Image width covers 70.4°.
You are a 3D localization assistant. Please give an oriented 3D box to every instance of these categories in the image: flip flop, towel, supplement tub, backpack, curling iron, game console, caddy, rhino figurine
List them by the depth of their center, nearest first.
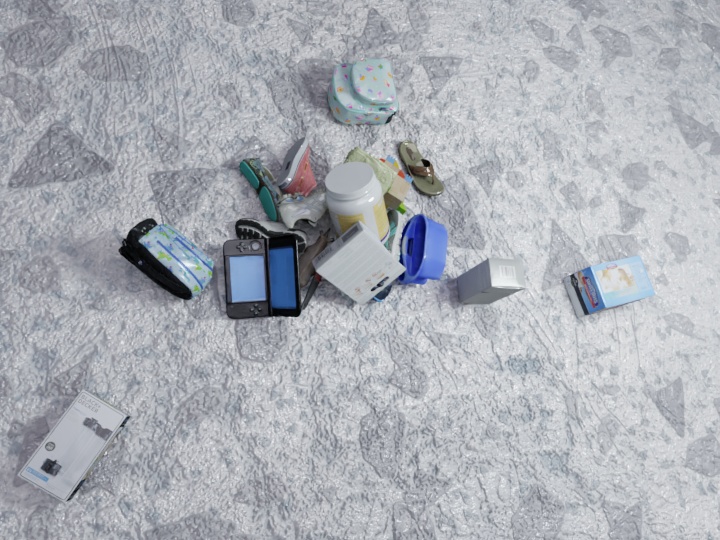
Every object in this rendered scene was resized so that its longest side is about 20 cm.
[{"bbox_3d":[-0.451,-0.021,1.218,0.200,0.163,0.154,52,53,-3],"label":"backpack"},{"bbox_3d":[-0.245,0.018,1.258,0.175,0.116,0.202,-3,89,-16],"label":"game console"},{"bbox_3d":[-0.008,-0.157,1.297,0.144,0.201,0.146,-8,46,8],"label":"supplement tub"},{"bbox_3d":[-0.101,0.018,1.318,0.049,0.026,0.201,24,101,-33],"label":"curling iron"},{"bbox_3d":[-0.127,-0.034,1.346,0.060,0.087,0.201,33,68,-4],"label":"rhino figurine"},{"bbox_3d":[0.158,-0.055,1.400,0.104,0.141,0.201,16,69,-24],"label":"caddy"},{"bbox_3d":[-0.006,-0.224,1.405,0.148,0.037,0.201,31,113,-4],"label":"towel"},{"bbox_3d":[0.006,-0.527,1.505,0.198,0.153,0.177,-8,81,-11],"label":"backpack"},{"bbox_3d":[0.184,-0.312,1.537,0.081,0.058,0.201,-26,82,-21],"label":"flip flop"}]

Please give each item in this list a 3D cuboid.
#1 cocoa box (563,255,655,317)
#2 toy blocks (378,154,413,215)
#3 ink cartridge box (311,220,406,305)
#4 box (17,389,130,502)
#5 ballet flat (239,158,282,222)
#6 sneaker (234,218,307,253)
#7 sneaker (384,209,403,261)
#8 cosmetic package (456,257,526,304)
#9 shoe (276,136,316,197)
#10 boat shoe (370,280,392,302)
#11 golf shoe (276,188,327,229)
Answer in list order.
[{"bbox_3d":[0.754,0.047,1.551,0.199,0.131,0.134,-11,77,-19],"label":"cocoa box"},{"bbox_3d":[0.073,-0.272,1.484,0.199,0.100,0.137,32,56,-6],"label":"toy blocks"},{"bbox_3d":[0.000,-0.014,1.296,0.160,0.200,0.047,-40,43,12],"label":"ink cartridge box"},{"bbox_3d":[-0.610,0.372,1.098,0.116,0.060,0.201,34,67,-4],"label":"box"},{"bbox_3d":[-0.250,-0.225,1.379,0.074,0.074,0.201,-28,82,-22],"label":"ballet flat"},{"bbox_3d":[-0.234,-0.094,1.354,0.199,0.080,0.074,16,113,1],"label":"sneaker"},{"bbox_3d":[0.066,-0.093,1.417,0.091,0.078,0.201,14,57,-10],"label":"sneaker"},{"bbox_3d":[0.355,0.033,1.406,0.106,0.200,0.091,2,71,-13],"label":"cosmetic package"},{"bbox_3d":[-0.166,-0.279,1.426,0.091,0.071,0.201,41,45,-32],"label":"shoe"},{"bbox_3d":[0.000,0.000,1.383,0.200,0.084,0.069,43,86,-15],"label":"boat shoe"},{"bbox_3d":[-0.118,-0.163,1.349,0.199,0.078,0.098,-15,90,-19],"label":"golf shoe"}]
